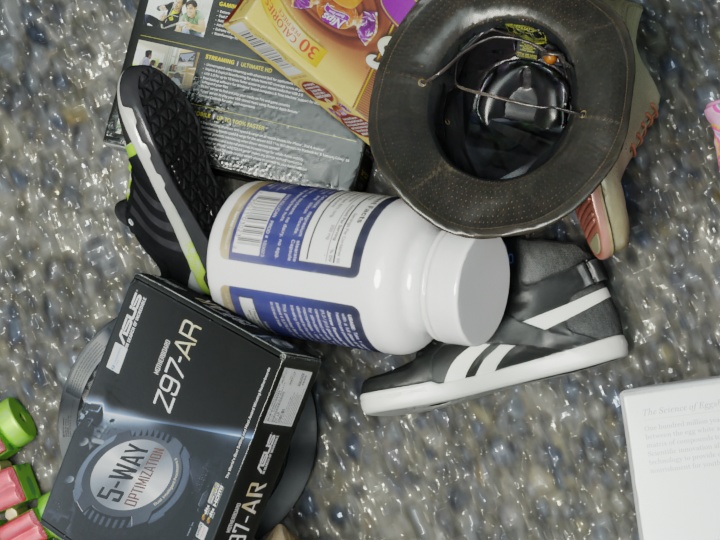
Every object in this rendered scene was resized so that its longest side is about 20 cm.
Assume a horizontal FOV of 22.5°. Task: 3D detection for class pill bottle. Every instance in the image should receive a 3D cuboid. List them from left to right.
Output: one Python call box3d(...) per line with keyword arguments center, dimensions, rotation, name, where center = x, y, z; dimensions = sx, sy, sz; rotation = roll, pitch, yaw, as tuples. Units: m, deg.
box3d(center=(0.000, 0.000, 1.289), dimensions=(0.199, 0.111, 0.112), rotation=(9, 88, 30), name="pill bottle")

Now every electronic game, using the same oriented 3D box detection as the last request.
box3d(center=(-0.131, 0.120, 1.374), dimensions=(0.199, 0.042, 0.201), rotation=(0, 94, 5), name="electronic game")

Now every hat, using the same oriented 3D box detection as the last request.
box3d(center=(0.100, -0.107, 1.263), dimensions=(0.200, 0.081, 0.201), rotation=(-3, 71, 9), name="hat")

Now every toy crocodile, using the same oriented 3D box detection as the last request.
box3d(center=(-0.272, 0.162, 1.384), dimensions=(0.067, 0.062, 0.200), rotation=(-29, 82, 6), name="toy crocodile")

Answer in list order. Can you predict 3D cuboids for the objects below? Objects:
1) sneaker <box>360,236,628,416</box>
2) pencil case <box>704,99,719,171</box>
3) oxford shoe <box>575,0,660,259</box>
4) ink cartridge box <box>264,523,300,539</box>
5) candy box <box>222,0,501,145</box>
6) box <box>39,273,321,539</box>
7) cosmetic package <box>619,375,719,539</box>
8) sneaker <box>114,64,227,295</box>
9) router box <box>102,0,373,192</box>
box3d(center=(0.088, 0.035, 1.335), dimensions=(0.199, 0.073, 0.112), rotation=(-14, 81, 0), name="sneaker")
box3d(center=(0.312, -0.037, 1.293), dimensions=(0.087, 0.087, 0.201), rotation=(-16, 83, 8), name="pencil case")
box3d(center=(0.186, -0.108, 1.318), dimensions=(0.074, 0.071, 0.201), rotation=(-3, 79, -5), name="oxford shoe")
box3d(center=(-0.034, 0.309, 1.298), dimensions=(0.200, 0.075, 0.165), rotation=(40, 93, -14), name="ink cartridge box")
box3d(center=(0.015, -0.162, 1.310), dimensions=(0.200, 0.056, 0.117), rotation=(38, 79, -17), name="candy box")
box3d(center=(-0.129, 0.122, 1.274), dimensions=(0.160, 0.043, 0.201), rotation=(27, 98, 37), name="box")
box3d(center=(0.293, 0.169, 1.262), dimensions=(0.199, 0.123, 0.201), rotation=(-8, 86, 8), name="cosmetic package")
box3d(center=(-0.152, -0.055, 1.334), dimensions=(0.083, 0.072, 0.200), rotation=(-6, 123, 24), name="sneaker")
box3d(center=(-0.080, -0.143, 1.377), dimensions=(0.199, 0.051, 0.150), rotation=(14, 87, 9), name="router box")
